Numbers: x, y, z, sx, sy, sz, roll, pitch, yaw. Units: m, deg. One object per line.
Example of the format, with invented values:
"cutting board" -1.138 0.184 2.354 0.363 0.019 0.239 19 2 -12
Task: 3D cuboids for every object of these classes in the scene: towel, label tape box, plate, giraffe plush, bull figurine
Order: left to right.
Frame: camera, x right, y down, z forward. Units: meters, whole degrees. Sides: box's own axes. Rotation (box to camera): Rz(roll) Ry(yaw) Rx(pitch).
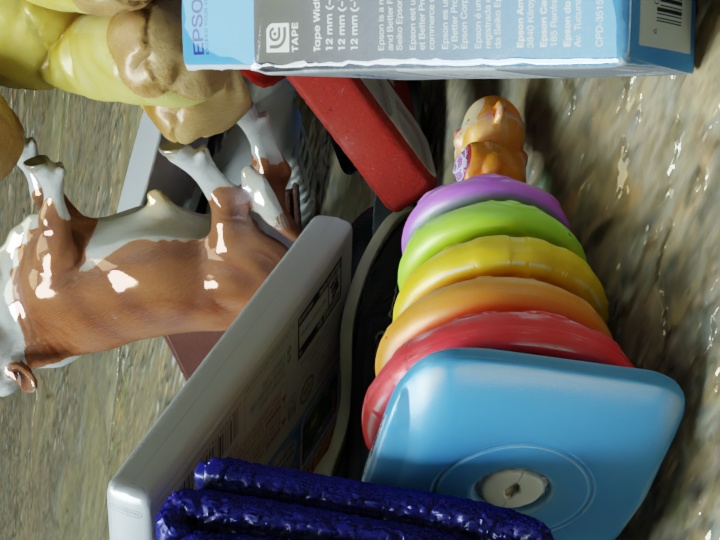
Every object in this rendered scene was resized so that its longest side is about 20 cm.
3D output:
"giraffe plush" -0.167 -0.106 0.812 0.200 0.162 0.173 47 172 46
"bull figurine" -0.118 -0.007 0.883 0.065 0.198 0.123 -98 -1 -63
"plate" -0.110 -0.078 1.061 0.200 0.032 0.201 122 161 -58
"towel" 0.003 0.134 0.714 0.201 0.146 0.050 85 -170 -59
"label tape box" 0.026 -0.145 0.682 0.198 0.066 0.145 4 95 36

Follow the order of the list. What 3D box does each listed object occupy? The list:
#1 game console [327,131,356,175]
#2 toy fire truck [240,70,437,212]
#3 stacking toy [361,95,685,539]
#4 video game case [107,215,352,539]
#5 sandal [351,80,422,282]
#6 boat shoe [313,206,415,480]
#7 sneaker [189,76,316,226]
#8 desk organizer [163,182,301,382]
"game console" -0.056 -0.179 1.024 0.119 0.170 0.201 -49 37 23
"toy fire truck" -0.032 -0.140 0.817 0.200 0.111 0.169 52 -165 -37
"stacking toy" 0.054 0.004 0.728 0.117 0.108 0.202 108 166 -49
"video game case" -0.053 0.102 0.809 0.200 0.023 0.184 -55 -26 -49
"sandal" 0.000 -0.001 0.921 0.075 0.047 0.203 -150 64 -87
"boat shoe" 0.026 0.062 0.831 0.066 0.075 0.201 -2 57 34
"sneaker" -0.059 -0.065 1.076 0.200 0.080 0.077 123 162 -62
"desk organizer" -0.068 0.014 1.019 0.200 0.076 0.073 93 173 -77
